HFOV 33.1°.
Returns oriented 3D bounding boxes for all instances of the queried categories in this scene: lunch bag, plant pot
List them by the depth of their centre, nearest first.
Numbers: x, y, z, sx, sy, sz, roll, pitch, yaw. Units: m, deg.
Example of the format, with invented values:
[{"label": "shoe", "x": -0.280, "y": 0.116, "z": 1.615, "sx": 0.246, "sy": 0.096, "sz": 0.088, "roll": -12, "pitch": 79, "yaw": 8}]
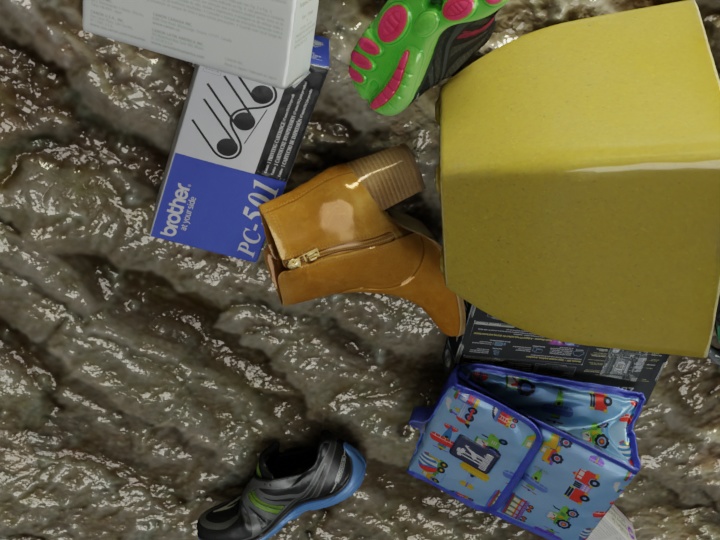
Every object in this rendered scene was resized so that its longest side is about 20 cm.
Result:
[{"label": "plant pot", "x": 0.156, "y": -0.067, "z": 0.907, "sx": 0.198, "sy": 0.195, "sz": 0.196, "roll": -1, "pitch": 133, "yaw": 5}, {"label": "lunch bag", "x": 0.143, "y": 0.160, "z": 1.136, "sx": 0.199, "sy": 0.094, "sz": 0.151, "roll": 18, "pitch": 137, "yaw": -1}]

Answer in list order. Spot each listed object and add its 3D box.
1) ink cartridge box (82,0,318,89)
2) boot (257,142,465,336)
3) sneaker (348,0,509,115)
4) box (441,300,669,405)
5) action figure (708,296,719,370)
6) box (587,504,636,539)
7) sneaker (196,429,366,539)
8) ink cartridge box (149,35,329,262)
[{"label": "ink cartridge box", "x": -0.101, "y": -0.237, "z": 0.800, "sx": 0.159, "sy": 0.047, "sz": 0.201, "roll": 18, "pitch": 120, "yaw": 13}, {"label": "boot", "x": 0.000, "y": 0.000, "z": 1.006, "sx": 0.143, "sy": 0.071, "sz": 0.202, "roll": -26, "pitch": 124, "yaw": -6}, {"label": "sneaker", "x": 0.064, "y": -0.191, "z": 0.853, "sx": 0.077, "sy": 0.084, "sz": 0.200, "roll": 52, "pitch": 136, "yaw": 2}, {"label": "box", "x": 0.188, "y": 0.048, "z": 1.103, "sx": 0.198, "sy": 0.044, "sz": 0.161, "roll": 5, "pitch": 132, "yaw": -8}, {"label": "action figure", "x": 0.336, "y": 0.046, "z": 1.086, "sx": 0.054, "sy": 0.119, "sz": 0.200, "roll": 17, "pitch": 154, "yaw": 30}, {"label": "box", "x": 0.232, "y": 0.245, "z": 1.286, "sx": 0.041, "sy": 0.039, "sz": 0.200, "roll": -29, "pitch": 127, "yaw": 22}, {"label": "sneaker", "x": -0.089, "y": 0.219, "z": 1.233, "sx": 0.199, "sy": 0.071, "sz": 0.083, "roll": -31, "pitch": 113, "yaw": 21}, {"label": "ink cartridge box", "x": -0.097, "y": -0.102, "z": 0.951, "sx": 0.093, "sy": 0.044, "sz": 0.201, "roll": 14, "pitch": 130, "yaw": -13}]
